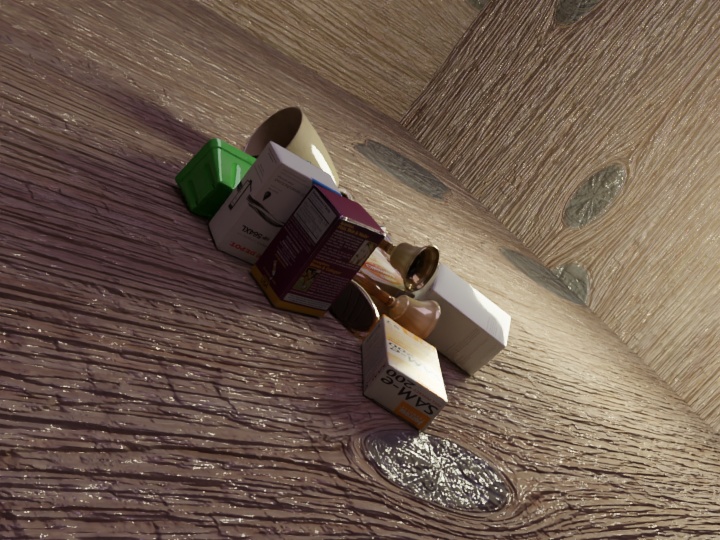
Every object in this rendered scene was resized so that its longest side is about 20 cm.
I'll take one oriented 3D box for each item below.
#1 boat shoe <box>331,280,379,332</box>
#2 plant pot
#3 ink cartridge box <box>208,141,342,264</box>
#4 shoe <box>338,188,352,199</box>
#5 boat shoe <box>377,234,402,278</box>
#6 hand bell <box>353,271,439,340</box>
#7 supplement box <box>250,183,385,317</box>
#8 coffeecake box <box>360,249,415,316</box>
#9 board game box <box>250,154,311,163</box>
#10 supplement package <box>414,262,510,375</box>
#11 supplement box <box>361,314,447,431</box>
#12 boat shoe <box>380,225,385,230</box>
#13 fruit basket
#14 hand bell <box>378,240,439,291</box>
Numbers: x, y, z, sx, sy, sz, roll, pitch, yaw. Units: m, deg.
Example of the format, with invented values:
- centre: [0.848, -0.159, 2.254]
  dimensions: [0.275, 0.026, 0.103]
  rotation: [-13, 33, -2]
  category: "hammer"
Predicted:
- centre: [-0.033, 0.044, 1.575]
  dimensions: [0.200, 0.072, 0.076]
  rotation: [46, 3, 20]
  category: "boat shoe"
- centre: [-0.146, -0.255, 1.972]
  dimensions: [0.200, 0.187, 0.187]
  rotation: [42, 11, -35]
  category: "plant pot"
- centre: [-0.154, -0.107, 1.481]
  dimensions: [0.146, 0.200, 0.084]
  rotation: [25, 23, -37]
  category: "ink cartridge box"
- centre: [-0.041, -0.143, 1.881]
  dimensions: [0.070, 0.053, 0.200]
  rotation: [40, 25, -14]
  category: "shoe"
- centre: [0.061, 0.005, 1.865]
  dimensions: [0.072, 0.076, 0.200]
  rotation: [-17, 66, -39]
  category: "boat shoe"
- centre: [0.051, 0.053, 1.616]
  dimensions: [0.200, 0.104, 0.104]
  rotation: [36, 16, -26]
  category: "hand bell"
- centre: [-0.075, -0.030, 1.439]
  dimensions: [0.131, 0.200, 0.103]
  rotation: [19, 25, -50]
  category: "supplement box"
- centre: [0.000, 0.000, 1.740]
  dimensions: [0.153, 0.073, 0.200]
  rotation: [20, 24, -44]
  category: "coffeecake box"
- centre: [-0.214, -0.223, 1.752]
  dimensions: [0.199, 0.024, 0.105]
  rotation: [0, -7, 36]
  category: "board game box"
- centre: [0.205, 0.104, 1.764]
  dimensions: [0.200, 0.117, 0.117]
  rotation: [38, 34, -9]
  category: "supplement package"
- centre: [0.073, 0.172, 1.430]
  dimensions: [0.126, 0.074, 0.200]
  rotation: [33, 17, -14]
  category: "supplement box"
- centre: [-0.001, -0.104, 1.991]
  dimensions: [0.072, 0.066, 0.200]
  rotation: [17, 0, 39]
  category: "boat shoe"
- centre: [-0.248, -0.174, 1.590]
  dimensions: [0.215, 0.155, 0.216]
  rotation: [35, 33, -27]
  category: "fruit basket"
- centre: [0.056, -0.050, 1.721]
  dimensions: [0.200, 0.104, 0.104]
  rotation: [34, 12, 32]
  category: "hand bell"
